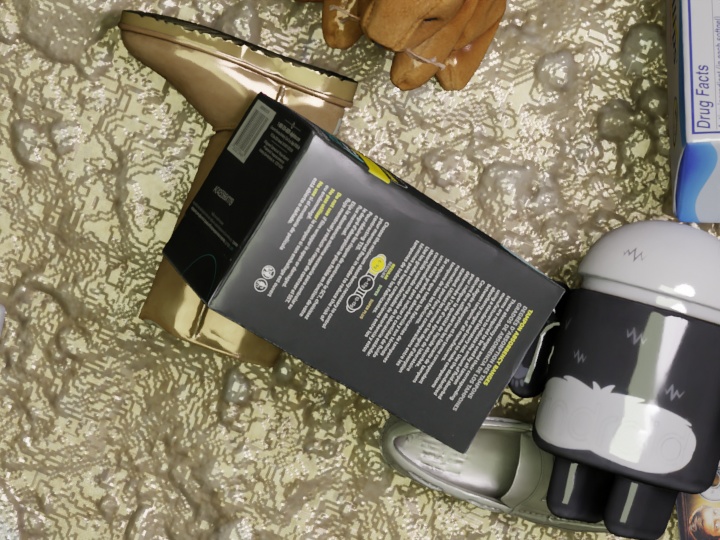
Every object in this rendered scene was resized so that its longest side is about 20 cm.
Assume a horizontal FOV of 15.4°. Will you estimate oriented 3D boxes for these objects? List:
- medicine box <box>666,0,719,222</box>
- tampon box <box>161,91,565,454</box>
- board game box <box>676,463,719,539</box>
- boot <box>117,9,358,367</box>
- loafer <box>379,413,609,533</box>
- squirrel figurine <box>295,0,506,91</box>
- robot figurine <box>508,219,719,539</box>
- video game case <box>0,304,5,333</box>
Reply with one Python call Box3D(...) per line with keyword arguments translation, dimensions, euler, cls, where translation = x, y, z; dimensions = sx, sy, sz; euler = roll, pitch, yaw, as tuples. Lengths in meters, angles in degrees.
Box3D(translation=(0.296, -0.132, 1.686), dimensions=(0.199, 0.103, 0.183), euler=(0, 61, 4), cls="medicine box")
Box3D(translation=(0.000, 0.000, 1.693), dimensions=(0.199, 0.150, 0.127), euler=(31, 93, -21), cls="tampon box")
Box3D(translation=(0.273, 0.122, 1.753), dimensions=(0.135, 0.035, 0.201), euler=(-4, 94, 27), cls="board game box")
Box3D(translation=(-0.106, -0.056, 1.768), dimensions=(0.174, 0.066, 0.201), euler=(20, 96, 2), cls="boot")
Box3D(translation=(0.109, 0.135, 1.768), dimensions=(0.199, 0.070, 0.070), euler=(11, 95, 2), cls="loafer")
Box3D(translation=(0.051, -0.214, 1.688), dimensions=(0.141, 0.187, 0.200), euler=(38, 95, 0), cls="squirrel figurine")
Box3D(translation=(0.182, 0.068, 1.697), dimensions=(0.149, 0.125, 0.201), euler=(16, 89, -11), cls="robot figurine")
Box3D(translation=(-0.350, 0.101, 1.811), dimensions=(0.181, 0.023, 0.201), euler=(13, 95, 2), cls="video game case")
